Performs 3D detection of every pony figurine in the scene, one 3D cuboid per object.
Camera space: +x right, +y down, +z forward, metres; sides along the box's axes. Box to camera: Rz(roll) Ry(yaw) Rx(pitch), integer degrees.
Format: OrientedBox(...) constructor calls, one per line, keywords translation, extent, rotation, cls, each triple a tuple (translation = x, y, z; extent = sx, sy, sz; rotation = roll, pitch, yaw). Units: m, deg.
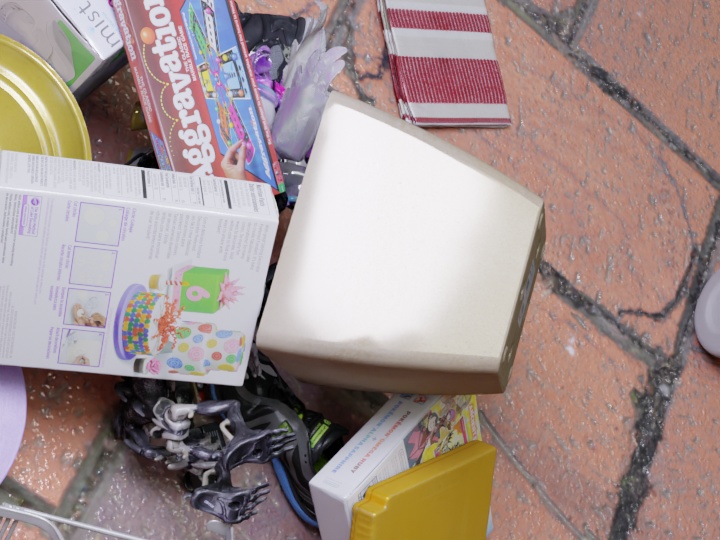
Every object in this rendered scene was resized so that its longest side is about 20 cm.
OrientedBox(translation=(-0.090, -0.125, 1.234), extent=(0.198, 0.195, 0.167), rotation=(12, 26, -7), cls="pony figurine")

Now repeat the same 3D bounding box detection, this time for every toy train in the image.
OrientedBox(translation=(-0.148, 0.088, 1.236), extent=(0.045, 0.034, 0.202), rotation=(-10, 80, -41), cls="toy train")

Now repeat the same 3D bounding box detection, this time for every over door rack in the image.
OrientedBox(translation=(-0.200, 0.244, 1.068), extent=(0.198, 0.148, 0.067), rotation=(11, 36, -30), cls="over door rack")

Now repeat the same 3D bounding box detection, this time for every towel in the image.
OrientedBox(translation=(0.081, -0.243, 1.519), extent=(0.143, 0.023, 0.202), rotation=(-4, 78, -37), cls="towel")

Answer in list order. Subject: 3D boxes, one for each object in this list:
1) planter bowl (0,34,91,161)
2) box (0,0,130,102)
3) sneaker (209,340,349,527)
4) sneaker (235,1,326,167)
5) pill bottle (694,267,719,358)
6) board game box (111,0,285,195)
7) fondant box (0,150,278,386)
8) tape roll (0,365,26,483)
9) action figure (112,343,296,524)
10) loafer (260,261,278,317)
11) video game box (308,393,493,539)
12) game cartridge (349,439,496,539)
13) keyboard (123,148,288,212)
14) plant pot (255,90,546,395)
OrientedBox(translation=(-0.304, -0.076, 1.085), extent=(0.198, 0.084, 0.203), rotation=(0, 101, 1), cls="planter bowl")
OrientedBox(translation=(-0.221, -0.210, 1.189), extent=(0.097, 0.199, 0.177), rotation=(49, 53, -9), cls="box")
OrientedBox(translation=(-0.055, 0.130, 1.242), extent=(0.200, 0.082, 0.071), rotation=(55, 44, -14), cls="sneaker")
OrientedBox(translation=(-0.101, -0.149, 1.333), extent=(0.113, 0.075, 0.202), rotation=(16, 69, -18), cls="sneaker")
OrientedBox(translation=(0.474, 0.072, 1.615), extent=(0.199, 0.112, 0.114), rotation=(23, 62, -25), cls="pill bottle")
OrientedBox(translation=(-0.124, -0.143, 1.114), extent=(0.102, 0.019, 0.202), rotation=(-22, 100, -41), cls="board game box")
OrientedBox(translation=(-0.170, 0.001, 1.066), extent=(0.198, 0.146, 0.058), rotation=(7, 29, -14), cls="fondant box")
OrientedBox(translation=(-0.349, 0.099, 1.075), extent=(0.198, 0.065, 0.202), rotation=(13, 66, -30), cls="tape roll")
OrientedBox(translation=(-0.130, 0.112, 1.157), extent=(0.101, 0.200, 0.120), rotation=(1, 117, -40), cls="action figure")
OrientedBox(translation=(0.000, 0.000, 1.305), extent=(0.198, 0.070, 0.069), rotation=(-16, 83, -13), cls="loafer")
OrientedBox(translation=(0.040, 0.201, 1.250), extent=(0.182, 0.047, 0.202), rotation=(-40, 135, -36), cls="video game box")
OrientedBox(translation=(0.044, 0.256, 1.219), extent=(0.176, 0.032, 0.202), rotation=(-13, 114, -51), cls="game cartridge")
OrientedBox(translation=(-0.163, -0.051, 1.198), extent=(0.105, 0.199, 0.040), rotation=(57, 12, -17), cls="keyboard")
OrientedBox(translation=(0.045, 0.003, 1.152), extent=(0.175, 0.200, 0.202), rotation=(15, 80, 11), cls="plant pot")
